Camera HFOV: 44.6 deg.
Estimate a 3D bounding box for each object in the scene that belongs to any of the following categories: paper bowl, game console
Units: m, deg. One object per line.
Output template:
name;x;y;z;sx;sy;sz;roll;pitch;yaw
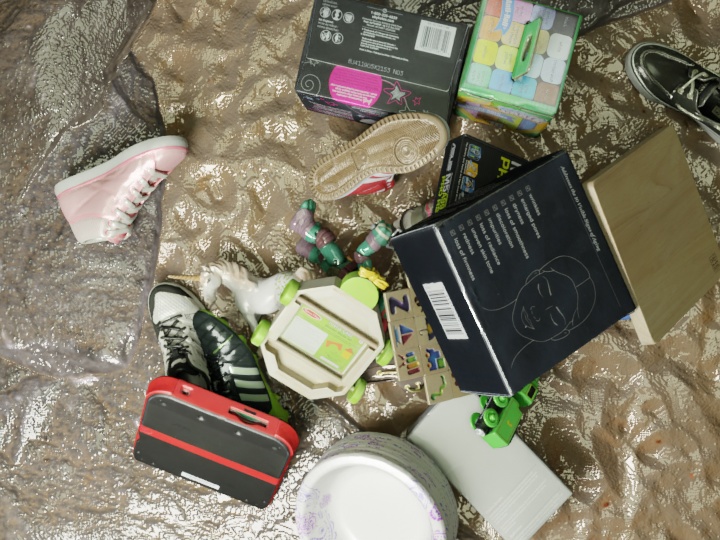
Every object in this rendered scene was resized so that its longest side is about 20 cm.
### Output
paper bowl;0.026;0.298;1.094;0.197;0.104;0.205;7;109;22
game console;-0.186;0.220;1.111;0.197;0.031;0.178;22;135;-3

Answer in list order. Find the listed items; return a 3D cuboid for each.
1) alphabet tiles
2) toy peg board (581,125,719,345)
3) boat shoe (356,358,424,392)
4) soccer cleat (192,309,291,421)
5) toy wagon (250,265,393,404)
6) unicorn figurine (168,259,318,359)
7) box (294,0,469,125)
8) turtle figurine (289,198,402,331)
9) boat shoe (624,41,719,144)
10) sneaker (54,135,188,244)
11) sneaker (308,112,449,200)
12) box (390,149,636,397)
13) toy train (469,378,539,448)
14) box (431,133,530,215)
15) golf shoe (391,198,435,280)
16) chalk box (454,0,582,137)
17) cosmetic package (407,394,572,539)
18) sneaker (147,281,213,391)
alphabet tiles;0.122;0.060;1.033;0.196;0.006;0.170;-10;88;-25
toy peg board;0.332;-0.041;1.079;0.199;0.097;0.202;-31;102;-37
boat shoe;0.054;0.125;1.122;0.196;0.072;0.061;-1;81;17
soccer cleat;-0.161;0.142;1.115;0.081;0.067;0.202;-43;113;-32
toy wagon;-0.032;0.069;1.057;0.154;0.040;0.201;32;116;-12
unicorn figurine;-0.129;0.042;1.137;0.196;0.074;0.140;-15;95;16
box;0.029;-0.258;1.123;0.196;0.115;0.135;13;88;3
turtle figurine;0.000;0.000;1.100;0.199;0.151;0.100;36;53;19
boat shoe;0.428;-0.229;1.115;0.198;0.064;0.071;35;91;4
sneaker;-0.304;-0.098;1.164;0.197;0.075;0.107;-22;82;11
sneaker;0.039;-0.146;1.102;0.197;0.112;0.073;-19;90;31
box;0.171;0.004;0.990;0.194;0.124;0.203;-28;96;-21
toy train;0.197;0.133;1.092;0.056;0.042;0.201;42;57;-11
box;0.163;-0.046;1.091;0.158;0.044;0.204;18;78;-22
golf shoe;0.106;0.012;1.141;0.091;0.072;0.204;-19;93;36
chalk box;0.187;-0.251;1.066;0.121;0.200;0.127;16;90;5
cosmetic package;0.160;0.240;1.116;0.107;0.090;0.200;-43;83;1
sneaker;-0.226;0.107;1.148;0.075;0.088;0.203;-26;85;5
